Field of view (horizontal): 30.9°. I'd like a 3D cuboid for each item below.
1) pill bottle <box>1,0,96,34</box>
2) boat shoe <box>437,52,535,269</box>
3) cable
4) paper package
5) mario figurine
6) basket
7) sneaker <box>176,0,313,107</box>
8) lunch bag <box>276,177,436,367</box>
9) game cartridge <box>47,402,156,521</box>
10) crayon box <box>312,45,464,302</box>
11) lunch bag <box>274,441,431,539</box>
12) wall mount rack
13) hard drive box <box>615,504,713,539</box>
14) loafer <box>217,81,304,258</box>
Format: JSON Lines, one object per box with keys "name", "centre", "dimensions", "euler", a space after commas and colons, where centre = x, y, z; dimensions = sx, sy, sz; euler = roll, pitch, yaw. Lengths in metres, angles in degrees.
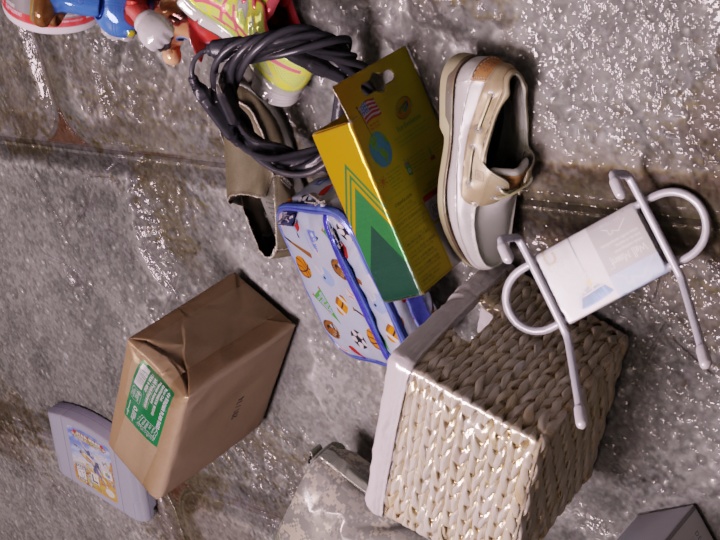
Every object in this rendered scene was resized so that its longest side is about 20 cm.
{"name": "pill bottle", "centre": [-0.324, -0.363, 1.370], "dimensions": [0.113, 0.114, 0.202], "euler": [32, 134, 25]}
{"name": "boat shoe", "centre": [0.114, -0.089, 1.152], "dimensions": [0.068, 0.074, 0.202], "euler": [18, 126, 43]}
{"name": "cable", "centre": [-0.062, -0.162, 1.247], "dimensions": [0.162, 0.051, 0.200], "euler": [-19, 140, 15]}
{"name": "paper package", "centre": [-0.186, 0.133, 1.504], "dimensions": [0.103, 0.190, 0.201], "euler": [39, 136, 17]}
{"name": "mario figurine", "centre": [-0.231, -0.245, 1.322], "dimensions": [0.197, 0.124, 0.107], "euler": [7, 137, 2]}
{"name": "basket", "centre": [0.126, 0.134, 1.197], "dimensions": [0.160, 0.198, 0.202], "euler": [26, 131, 24]}
{"name": "sneaker", "centre": [-0.107, -0.260, 1.261], "dimensions": [0.200, 0.078, 0.090], "euler": [47, 140, -7]}
{"name": "lunch bag", "centre": [0.000, 0.000, 1.296], "dimensions": [0.160, 0.075, 0.201], "euler": [13, 133, 58]}
{"name": "game cartridge", "centre": [-0.382, 0.274, 1.910], "dimensions": [0.199, 0.041, 0.134], "euler": [22, 134, 33]}
{"name": "crayon box", "centre": [0.033, -0.089, 1.190], "dimensions": [0.050, 0.127, 0.202], "euler": [-13, 105, 40]}
{"name": "lunch bag", "centre": [0.011, 0.304, 1.463], "dimensions": [0.199, 0.139, 0.169], "euler": [34, 136, 23]}
{"name": "wall mount rack", "centre": [0.204, 0.022, 1.078], "dimensions": [0.199, 0.074, 0.175], "euler": [-31, 80, 27]}
{"name": "hard drive box", "centre": [0.268, 0.337, 1.185], "dimensions": [0.077, 0.199, 0.157], "euler": [-25, 97, 50]}
{"name": "loafer", "centre": [-0.106, -0.101, 1.363], "dimensions": [0.075, 0.069, 0.202], "euler": [-12, 107, 47]}
